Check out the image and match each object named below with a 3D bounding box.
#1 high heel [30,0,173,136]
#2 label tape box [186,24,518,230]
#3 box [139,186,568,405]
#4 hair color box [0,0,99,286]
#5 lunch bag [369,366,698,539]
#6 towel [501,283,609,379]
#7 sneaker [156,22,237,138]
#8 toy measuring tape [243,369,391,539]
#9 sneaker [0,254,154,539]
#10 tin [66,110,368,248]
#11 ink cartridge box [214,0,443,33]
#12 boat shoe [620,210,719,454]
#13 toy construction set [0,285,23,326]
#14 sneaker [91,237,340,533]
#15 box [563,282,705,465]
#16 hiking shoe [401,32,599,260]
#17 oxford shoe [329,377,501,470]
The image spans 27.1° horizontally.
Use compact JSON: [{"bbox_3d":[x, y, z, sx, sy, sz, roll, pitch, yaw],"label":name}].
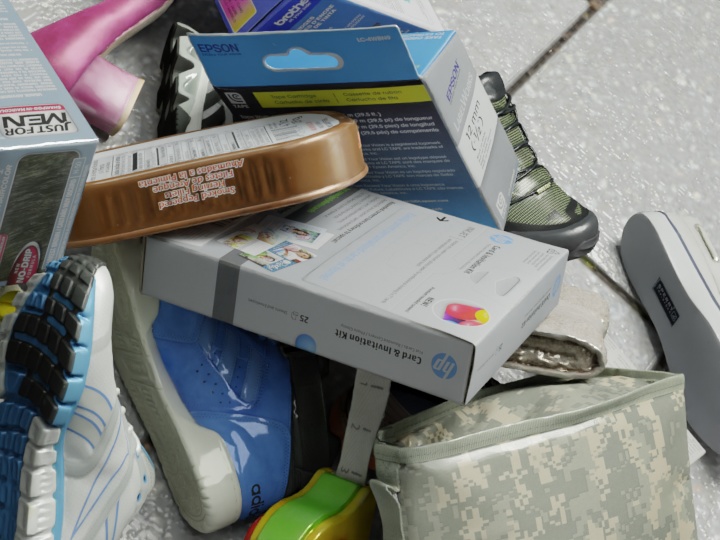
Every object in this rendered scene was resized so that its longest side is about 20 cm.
[{"bbox_3d":[-0.179,-0.189,1.018,0.096,0.067,0.200,28,63,-22],"label":"high heel"},{"bbox_3d":[0.001,-0.103,0.935,0.143,0.200,0.066,1,56,26],"label":"label tape box"},{"bbox_3d":[0.000,0.000,0.855,0.200,0.041,0.156,16,26,20],"label":"box"},{"bbox_3d":[-0.218,-0.094,0.805,0.061,0.099,0.200,-9,49,-36],"label":"hair color box"},{"bbox_3d":[0.092,0.154,0.862,0.200,0.118,0.164,-12,98,-34],"label":"lunch bag"},{"bbox_3d":[0.058,0.020,0.939,0.200,0.034,0.133,11,16,8],"label":"towel"},{"bbox_3d":[-0.089,-0.077,0.984,0.088,0.074,0.200,12,55,-18],"label":"sneaker"},{"bbox_3d":[-0.024,0.126,0.833,0.074,0.074,0.200,10,96,-22],"label":"toy measuring tape"},{"bbox_3d":[-0.149,0.088,0.800,0.087,0.200,0.075,1,16,-40],"label":"sneaker"},{"bbox_3d":[-0.096,-0.055,0.857,0.200,0.112,0.042,-12,101,-5],"label":"tin"},{"bbox_3d":[-0.046,-0.217,1.053,0.200,0.076,0.136,10,49,-54],"label":"ink cartridge box"},{"bbox_3d":[0.256,0.042,1.092,0.066,0.072,0.200,-4,53,-24],"label":"boat shoe"},{"bbox_3d":[-0.259,-0.031,0.852,0.131,0.092,0.200,-14,55,-7],"label":"toy construction set"},{"bbox_3d":[-0.082,0.048,0.899,0.111,0.077,0.200,-17,72,-28],"label":"sneaker"},{"bbox_3d":[0.155,0.065,1.039,0.041,0.039,0.200,-31,77,-37],"label":"box"},{"bbox_3d":[0.083,-0.082,1.032,0.200,0.101,0.076,34,46,23],"label":"hiking shoe"},{"bbox_3d":[0.084,0.106,0.952,0.200,0.073,0.071,13,53,-20],"label":"oxford shoe"}]
